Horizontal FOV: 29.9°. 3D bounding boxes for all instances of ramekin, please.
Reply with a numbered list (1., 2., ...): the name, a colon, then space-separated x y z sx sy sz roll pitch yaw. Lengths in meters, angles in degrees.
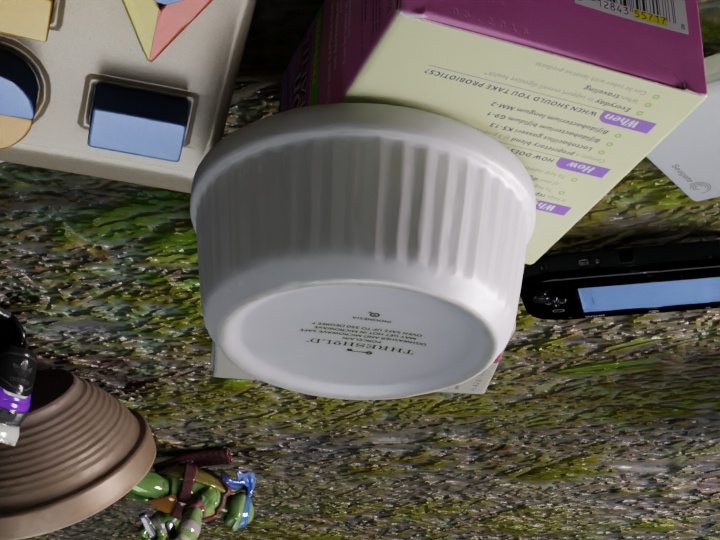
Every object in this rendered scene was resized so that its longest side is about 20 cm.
1. ramekin: 0.000 0.000 0.757 0.200 0.095 0.203 1 152 1

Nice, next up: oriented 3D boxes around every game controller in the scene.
1. game controller: 0.222 0.011 1.031 0.198 0.042 0.105 -5 152 13

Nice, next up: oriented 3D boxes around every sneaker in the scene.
1. sneaker: -0.327 0.075 1.148 0.069 0.100 0.199 23 177 -42

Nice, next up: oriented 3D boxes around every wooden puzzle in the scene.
1. wooden puzzle: -0.156 -0.121 0.743 0.184 0.047 0.201 9 133 -14

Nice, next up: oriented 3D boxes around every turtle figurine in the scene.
1. turtle figurine: -0.220 0.268 1.404 0.193 0.144 0.201 26 105 -7

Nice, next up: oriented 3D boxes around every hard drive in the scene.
1. hard drive: 0.267 -0.098 0.816 0.199 0.027 0.132 -13 150 37

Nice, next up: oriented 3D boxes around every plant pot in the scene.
1. plant pot: -0.294 0.152 1.229 0.199 0.201 0.093 -7 110 16

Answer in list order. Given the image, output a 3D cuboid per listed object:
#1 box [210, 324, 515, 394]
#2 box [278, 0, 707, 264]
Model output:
1. box: -0.001 0.002 0.932 0.198 0.129 0.109 4 152 -5
2. box: 0.064 -0.104 0.762 0.174 0.097 0.200 11 150 -17
